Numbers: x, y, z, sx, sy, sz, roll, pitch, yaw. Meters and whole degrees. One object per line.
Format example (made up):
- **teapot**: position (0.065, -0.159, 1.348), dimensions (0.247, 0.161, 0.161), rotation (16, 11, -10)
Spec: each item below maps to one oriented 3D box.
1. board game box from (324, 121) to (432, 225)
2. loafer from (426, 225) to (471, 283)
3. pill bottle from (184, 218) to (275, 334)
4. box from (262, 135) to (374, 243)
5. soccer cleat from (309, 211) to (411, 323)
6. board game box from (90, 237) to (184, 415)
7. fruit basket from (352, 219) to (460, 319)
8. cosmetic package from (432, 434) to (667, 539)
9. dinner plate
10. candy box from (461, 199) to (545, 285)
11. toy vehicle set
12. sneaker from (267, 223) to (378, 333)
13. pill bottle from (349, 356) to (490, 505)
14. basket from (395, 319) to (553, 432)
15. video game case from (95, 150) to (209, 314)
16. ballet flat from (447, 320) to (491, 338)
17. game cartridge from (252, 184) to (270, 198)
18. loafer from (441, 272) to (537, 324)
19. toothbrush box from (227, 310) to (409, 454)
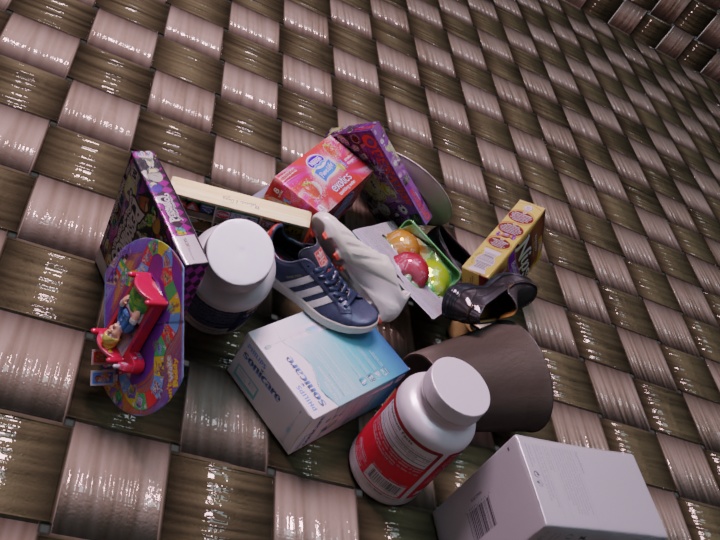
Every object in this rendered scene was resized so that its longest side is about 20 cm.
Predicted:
- **board game box**: position (0.031, -0.159, 1.354), dimensions (0.032, 0.119, 0.201), rotation (-53, 124, -32)
- **loafer**: position (0.190, 0.001, 1.427), dimensions (0.200, 0.063, 0.072), rotation (42, 36, 8)
- **pill bottle**: position (-0.169, 0.007, 1.013), dimensions (0.110, 0.200, 0.112), rotation (6, 71, -17)
- **box**: position (-0.072, -0.124, 1.274), dimensions (0.099, 0.096, 0.200), rotation (37, 37, 4)
- **soccer cleat**: position (0.000, -0.012, 1.139), dimensions (0.078, 0.069, 0.201), rotation (-44, 115, -20)
- **board game box**: position (-0.261, 0.062, 0.896), dimensions (0.039, 0.157, 0.203), rotation (6, 81, -49)
- **fruit basket**: position (0.078, -0.001, 1.287), dimensions (0.185, 0.094, 0.200), rotation (47, 25, 8)
- **cosmetic package**: position (0.234, 0.323, 1.008), dimensions (0.198, 0.200, 0.124), rotation (12, 42, -27)
- **dinner plate**: position (0.072, -0.140, 1.405), dimensions (0.199, 0.200, 0.024), rotation (36, 69, 0)
- **candy box**: position (0.246, -0.015, 1.362), dimensions (0.056, 0.118, 0.200), rotation (23, 52, 28)
- **toy vehicle set**: position (-0.178, -0.067, 1.135), dimensions (0.197, 0.124, 0.027), rotation (14, 61, -10)
- **sneaker**: position (-0.055, 0.008, 1.083), dimensions (0.199, 0.085, 0.075), rotation (30, 34, 4)
- **pill bottle**: position (0.075, 0.203, 1.012), dimensions (0.111, 0.201, 0.113), rotation (21, 39, -18)
- **basket**: position (0.163, 0.168, 1.179), dimensions (0.198, 0.136, 0.182), rotation (-4, 60, -35)
- **video game case**: position (-0.262, -0.011, 0.980), dimensions (0.036, 0.201, 0.182), rotation (-7, 55, -39)
- **ballet flat**: position (0.235, 0.139, 1.316), dimensions (0.199, 0.063, 0.069), rotation (35, 38, -2)
- **game cartridge**: position (-0.129, -0.070, 1.281), dimensions (0.133, 0.041, 0.200), rotation (42, 38, 2)
- **loafer**: position (0.216, 0.052, 1.241), dimensions (0.198, 0.074, 0.072), rotation (-13, 29, -38)
- **toothbrush box**: position (-0.054, 0.134, 1.078), dimensions (0.199, 0.086, 0.147), rotation (-19, 61, -48)
